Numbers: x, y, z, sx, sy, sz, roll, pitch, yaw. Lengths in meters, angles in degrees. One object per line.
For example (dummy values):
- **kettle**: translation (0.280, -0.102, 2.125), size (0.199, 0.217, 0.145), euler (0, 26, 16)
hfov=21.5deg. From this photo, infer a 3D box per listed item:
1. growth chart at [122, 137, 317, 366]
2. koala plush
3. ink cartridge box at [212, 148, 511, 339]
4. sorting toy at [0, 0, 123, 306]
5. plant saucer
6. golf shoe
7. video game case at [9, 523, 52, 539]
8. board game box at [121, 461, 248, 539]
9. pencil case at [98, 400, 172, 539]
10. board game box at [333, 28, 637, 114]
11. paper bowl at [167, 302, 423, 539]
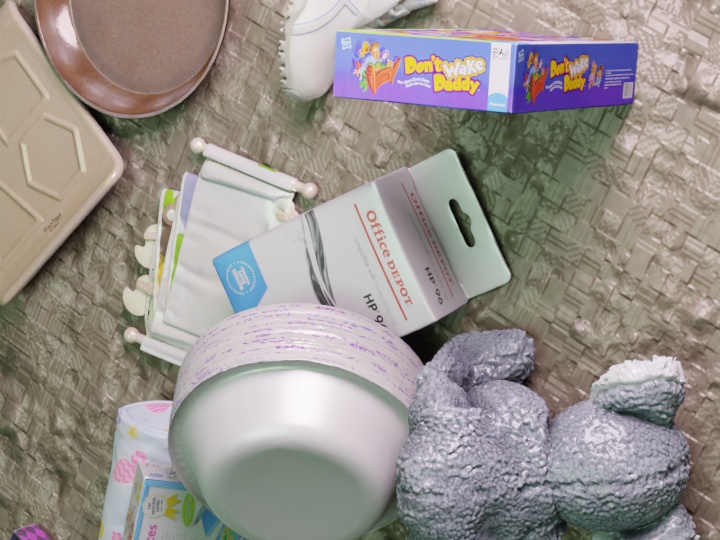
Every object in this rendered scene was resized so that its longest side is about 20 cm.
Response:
- **growth chart**: translation (-0.123, -0.006, 1.549), size (0.144, 0.018, 0.201), euler (29, 110, 25)
- **koala plush**: translation (0.139, 0.139, 1.334), size (0.198, 0.184, 0.179), euler (0, 97, 19)
- **ink cartridge box**: translation (0.000, 0.000, 1.436), size (0.199, 0.068, 0.117), euler (-25, 90, 28)
- **sorting toy**: translation (-0.300, -0.100, 1.637), size (0.185, 0.036, 0.201), euler (-44, 70, 28)
- **plant saucer**: translation (-0.180, -0.226, 1.545), size (0.199, 0.034, 0.202), euler (5, 100, 30)
- **golf shoe**: translation (0.007, -0.205, 1.414), size (0.097, 0.078, 0.201), euler (30, 112, 18)
- **video game case**: translation (-0.264, 0.356, 1.672), size (0.200, 0.036, 0.182), euler (38, 114, 21)
- **board game box**: translation (-0.132, 0.258, 1.530), size (0.034, 0.133, 0.202), euler (-131, 52, -66)
- **pencil case**: translation (-0.169, 0.209, 1.569), size (0.090, 0.083, 0.202), euler (12, 104, 11)
- **board game box**: translation (0.089, -0.138, 1.296), size (0.134, 0.200, 0.045), euler (9, 101, 29)
- **paper bowl**: translation (-0.045, 0.129, 1.408), size (0.199, 0.105, 0.202), euler (4, 133, 4)
